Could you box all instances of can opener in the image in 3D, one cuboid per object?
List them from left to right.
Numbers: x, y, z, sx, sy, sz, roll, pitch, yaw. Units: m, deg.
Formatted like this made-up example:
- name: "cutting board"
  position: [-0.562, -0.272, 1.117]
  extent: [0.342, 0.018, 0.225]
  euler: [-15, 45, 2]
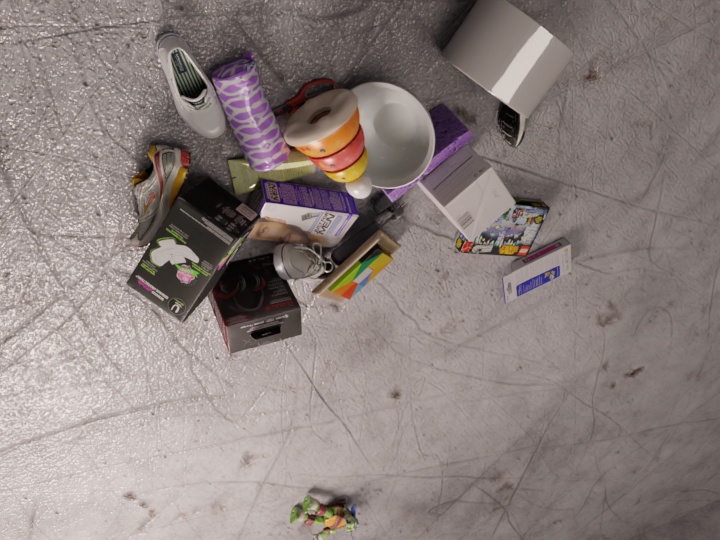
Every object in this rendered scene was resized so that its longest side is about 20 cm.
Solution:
- name: "can opener"
  position: [0.014, -0.092, 1.550]
  extent: [0.200, 0.067, 0.053]
  euler: [-37, 176, -14]

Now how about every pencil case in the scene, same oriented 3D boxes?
- name: "pencil case"
  position: [-0.186, -0.269, 1.302]
  extent: [0.086, 0.084, 0.201]
  euler: [-54, 140, -39]

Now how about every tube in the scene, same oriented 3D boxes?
- name: "tube"
  position: [-0.144, -0.196, 1.412]
  extent: [0.199, 0.052, 0.058]
  euler: [-16, 89, -9]

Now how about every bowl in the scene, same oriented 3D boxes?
- name: "bowl"
  position: [0.054, -0.261, 1.406]
  extent: [0.200, 0.090, 0.202]
  euler: [10, 119, 19]

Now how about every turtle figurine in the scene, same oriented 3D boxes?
- name: "turtle figurine"
  position: [-0.087, 0.702, 2.039]
  extent: [0.193, 0.144, 0.201]
  euler: [30, 65, -22]

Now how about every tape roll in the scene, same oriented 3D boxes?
- name: "tape roll"
  position: [0.265, -0.391, 1.370]
  extent: [0.202, 0.203, 0.139]
  euler: [21, 113, -37]

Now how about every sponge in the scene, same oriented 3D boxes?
- name: "sponge"
  position: [0.111, -0.231, 1.470]
  extent: [0.200, 0.112, 0.030]
  euler: [-37, 138, 3]

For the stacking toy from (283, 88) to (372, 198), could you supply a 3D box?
- name: "stacking toy"
  position: [-0.031, -0.208, 1.356]
  extent: [0.146, 0.146, 0.200]
  euler: [-34, 124, 0]

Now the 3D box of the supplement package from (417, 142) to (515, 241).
- name: "supplement package"
  position: [0.187, -0.177, 1.491]
  extent: [0.120, 0.200, 0.121]
  euler: [-41, 133, 6]

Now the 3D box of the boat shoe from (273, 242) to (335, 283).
- name: "boat shoe"
  position: [-0.097, -0.013, 1.495]
  extent: [0.086, 0.075, 0.202]
  euler: [-8, 166, 19]

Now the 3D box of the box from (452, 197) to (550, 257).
- name: "box"
  position: [0.323, -0.101, 1.730]
  extent: [0.199, 0.040, 0.137]
  euler: [2, 124, -29]

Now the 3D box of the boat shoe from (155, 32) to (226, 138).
- name: "boat shoe"
  position: [-0.279, -0.291, 1.250]
  extent: [0.073, 0.067, 0.200]
  euler: [-31, 133, -3]

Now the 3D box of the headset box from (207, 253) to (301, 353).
- name: "headset box"
  position: [-0.207, 0.067, 1.471]
  extent: [0.148, 0.200, 0.075]
  euler: [-13, 132, -17]

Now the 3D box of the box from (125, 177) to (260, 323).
- name: "box"
  position: [-0.294, -0.038, 1.347]
  extent: [0.124, 0.149, 0.200]
  euler: [36, 111, -4]

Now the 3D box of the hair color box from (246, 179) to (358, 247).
- name: "hair color box"
  position: [-0.117, -0.106, 1.459]
  extent: [0.199, 0.065, 0.109]
  euler: [6, 142, -29]

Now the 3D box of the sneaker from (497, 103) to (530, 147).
- name: "sneaker"
  position: [0.333, -0.341, 1.532]
  extent: [0.079, 0.074, 0.201]
  euler: [-13, 129, -25]

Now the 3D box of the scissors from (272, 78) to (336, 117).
- name: "scissors"
  position: [-0.135, -0.297, 1.360]
  extent: [0.199, 0.014, 0.073]
  euler: [-14, 132, -17]

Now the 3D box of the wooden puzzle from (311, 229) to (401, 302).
- name: "wooden puzzle"
  position: [0.000, 0.000, 1.569]
  extent: [0.185, 0.037, 0.200]
  euler: [-43, 167, 7]

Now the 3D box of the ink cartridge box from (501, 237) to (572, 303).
- name: "ink cartridge box"
  position: [0.430, 0.001, 1.868]
  extent: [0.199, 0.037, 0.095]
  euler: [-27, 133, -11]

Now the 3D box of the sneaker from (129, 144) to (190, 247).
- name: "sneaker"
  position: [-0.367, -0.133, 1.332]
  extent: [0.082, 0.078, 0.201]
  euler: [20, 111, -21]
